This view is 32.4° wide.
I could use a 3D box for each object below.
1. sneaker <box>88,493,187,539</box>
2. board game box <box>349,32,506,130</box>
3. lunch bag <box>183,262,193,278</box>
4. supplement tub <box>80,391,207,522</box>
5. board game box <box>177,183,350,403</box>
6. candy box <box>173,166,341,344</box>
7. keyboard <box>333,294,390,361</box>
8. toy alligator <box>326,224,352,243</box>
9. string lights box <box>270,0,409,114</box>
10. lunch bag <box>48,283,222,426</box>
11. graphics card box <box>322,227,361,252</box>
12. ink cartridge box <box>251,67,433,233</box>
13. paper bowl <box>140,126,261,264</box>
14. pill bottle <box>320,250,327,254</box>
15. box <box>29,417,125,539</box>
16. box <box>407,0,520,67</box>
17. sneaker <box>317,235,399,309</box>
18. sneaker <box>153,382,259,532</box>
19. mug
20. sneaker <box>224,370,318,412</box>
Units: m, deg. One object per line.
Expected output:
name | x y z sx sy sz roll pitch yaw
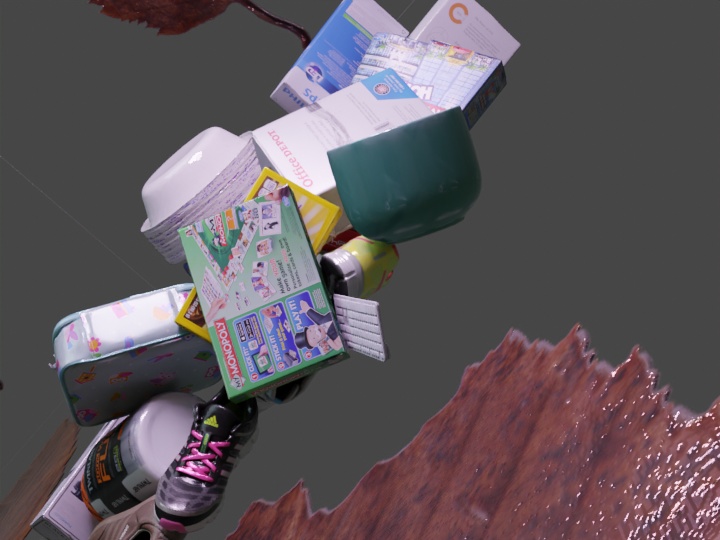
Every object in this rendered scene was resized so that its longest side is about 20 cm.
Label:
sneaker | -0.261 0.312 1.367 0.200 0.070 0.076 -42 13 36
board game box | 0.060 -0.203 1.615 0.202 0.198 0.062 -64 -22 -16
lunch bag | -0.143 0.005 1.677 0.124 0.170 0.200 -40 15 19
supplement tub | -0.250 0.230 1.462 0.200 0.122 0.123 -38 15 47
board game box | -0.105 0.023 1.322 0.133 0.202 0.029 -22 -19 6
candy box | -0.112 -0.005 1.366 0.201 0.101 0.026 -61 -8 -9
keyboard | -0.002 0.055 1.253 0.011 0.057 0.200 -15 4 -12
toy alligator | 0.038 -0.067 1.427 0.199 0.060 0.054 -30 47 -13
string lights box | -0.027 -0.288 1.729 0.201 0.103 0.059 -56 12 -27
lunch bag | -0.257 0.100 1.434 0.198 0.078 0.161 -16 -31 -13
graphics card box | -0.018 -0.087 1.594 0.201 0.124 0.051 -69 -4 -58
ink cartridge box | -0.010 -0.138 1.487 0.198 0.084 0.145 -26 50 -13
paper bowl | -0.211 -0.111 1.651 0.200 0.105 0.201 -37 16 12
pill bottle | -0.091 0.032 1.510 0.112 0.112 0.200 -44 5 23
box | -0.317 0.278 1.592 0.060 0.116 0.201 -35 18 51
box | 0.109 -0.278 1.748 0.201 0.124 0.097 -51 10 -8
sneaker | 0.000 0.000 1.412 0.090 0.079 0.200 -28 4 -10
sneaker | -0.161 0.187 1.309 0.200 0.073 0.088 -57 -21 -51
mug | 0.063 -0.099 1.314 0.184 0.116 0.151 -22 6 -39
sneaker | -0.099 0.120 1.382 0.200 0.074 0.087 -47 23 41
